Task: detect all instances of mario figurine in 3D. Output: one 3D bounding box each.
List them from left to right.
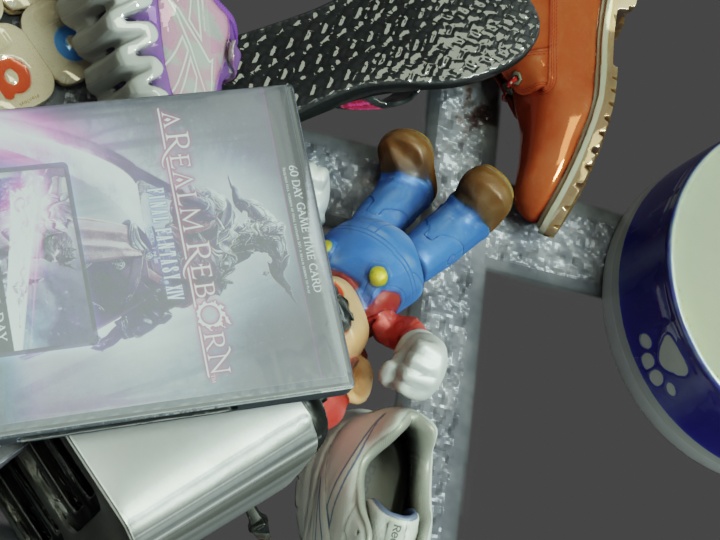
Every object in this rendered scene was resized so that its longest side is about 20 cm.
[{"bbox_3d":[0.000,0.000,1.042,0.200,0.123,0.106,-51,121,-34],"label":"mario figurine"}]

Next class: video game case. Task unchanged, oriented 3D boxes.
[{"bbox_3d":[-0.111,-0.003,0.858,0.199,0.019,0.143,-7,75,-18],"label":"video game case"}]

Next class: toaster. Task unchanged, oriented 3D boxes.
[{"bbox_3d":[-0.115,0.056,0.947,0.119,0.181,0.200,-32,85,-25],"label":"toaster"}]

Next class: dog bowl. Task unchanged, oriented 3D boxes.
[{"bbox_3d":[0.245,0.019,1.158,0.200,0.079,0.201,7,71,-20],"label":"dog bowl"}]

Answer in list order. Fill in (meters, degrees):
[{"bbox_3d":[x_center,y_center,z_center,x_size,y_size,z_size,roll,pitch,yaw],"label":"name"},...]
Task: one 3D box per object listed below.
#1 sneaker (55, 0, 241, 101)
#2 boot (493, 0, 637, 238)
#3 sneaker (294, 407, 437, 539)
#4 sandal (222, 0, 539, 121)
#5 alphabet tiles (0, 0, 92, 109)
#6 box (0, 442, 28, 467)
[{"bbox_3d":[-0.098,-0.098,1.053,0.088,0.080,0.201,-10,87,-36],"label":"sneaker"},{"bbox_3d":[0.097,-0.117,1.156,0.107,0.075,0.201,12,69,-3],"label":"boot"},{"bbox_3d":[-0.003,0.159,1.007,0.074,0.087,0.201,12,70,-19],"label":"sneaker"},{"bbox_3d":[0.000,-0.120,1.119,0.199,0.045,0.075,-16,76,-4],"label":"sandal"},{"bbox_3d":[-0.200,-0.184,1.082,0.200,0.015,0.196,-34,87,-28],"label":"alphabet tiles"},{"bbox_3d":[-0.269,0.101,0.893,0.200,0.132,0.115,-35,90,-26],"label":"box"}]
